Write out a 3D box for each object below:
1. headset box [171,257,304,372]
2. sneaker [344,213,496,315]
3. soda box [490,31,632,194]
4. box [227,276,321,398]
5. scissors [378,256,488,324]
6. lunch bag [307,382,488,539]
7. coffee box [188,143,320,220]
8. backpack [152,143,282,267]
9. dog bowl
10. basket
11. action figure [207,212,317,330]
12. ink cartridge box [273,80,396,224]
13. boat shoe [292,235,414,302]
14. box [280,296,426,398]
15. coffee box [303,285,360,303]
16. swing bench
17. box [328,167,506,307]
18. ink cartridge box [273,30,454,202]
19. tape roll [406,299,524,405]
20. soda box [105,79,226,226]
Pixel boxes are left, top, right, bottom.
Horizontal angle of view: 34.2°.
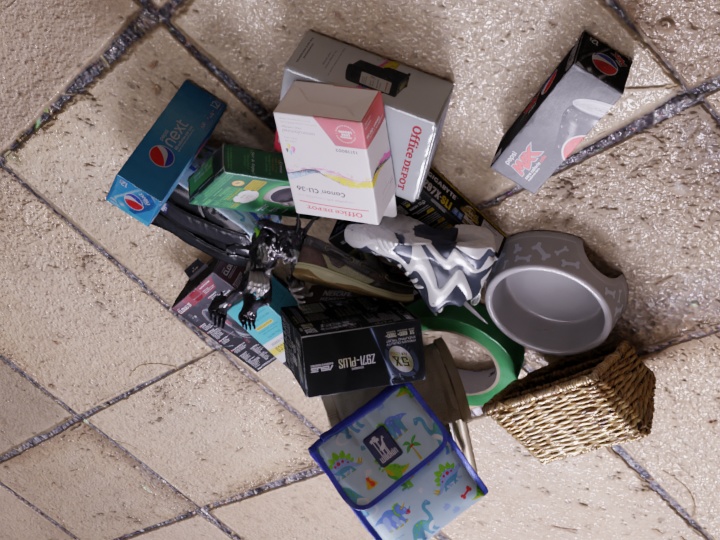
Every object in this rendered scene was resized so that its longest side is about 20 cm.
[{"bbox_3d":[-0.190,0.054,1.843,0.200,0.075,0.149,38,139,-14],"label":"headset box"},{"bbox_3d":[0.075,0.000,1.547,0.198,0.080,0.130,4,121,2],"label":"sneaker"},{"bbox_3d":[0.233,-0.180,1.371,0.071,0.063,0.200,30,141,-5],"label":"soda box"},{"bbox_3d":[-0.098,0.098,1.739,0.200,0.049,0.082,43,137,-13],"label":"box"},{"bbox_3d":[0.109,0.009,1.609,0.200,0.014,0.073,33,138,-7],"label":"scissors"},{"bbox_3d":[0.048,0.267,1.590,0.200,0.170,0.127,56,172,-15],"label":"lunch bag"},{"bbox_3d":[-0.116,-0.115,1.557,0.199,0.044,0.123,6,160,-29],"label":"coffee box"},{"bbox_3d":[-0.209,-0.093,1.655,0.200,0.154,0.163,40,146,14],"label":"backpack"},{"bbox_3d":[0.261,0.038,1.599,0.199,0.059,0.201,14,139,13],"label":"dog bowl"},{"bbox_3d":[0.295,0.162,1.646,0.200,0.143,0.149,-24,125,40],"label":"basket"},{"bbox_3d":[-0.118,0.006,1.593,0.119,0.102,0.200,16,126,-38],"label":"action figure"},{"bbox_3d":[-0.026,-0.127,1.430,0.116,0.068,0.200,10,138,20],"label":"ink cartridge box"},{"bbox_3d":[0.000,0.000,1.583,0.200,0.065,0.073,14,178,-42],"label":"boat shoe"},{"bbox_3d":[-0.014,0.099,1.605,0.163,0.200,0.087,-8,101,-11],"label":"box"},{"bbox_3d":[-0.010,0.121,1.816,0.113,0.080,0.200,2,135,29],"label":"coffee box"},{"bbox_3d":[0.055,0.229,1.717,0.198,0.130,0.200,-18,136,-6],"label":"swing bench"},{"bbox_3d":[0.075,-0.044,1.616,0.160,0.049,0.200,39,139,-19],"label":"box"},{"bbox_3d":[0.003,-0.191,1.465,0.199,0.083,0.146,21,140,6],"label":"ink cartridge box"},{"bbox_3d":[0.145,0.123,1.762,0.200,0.048,0.201,15,139,13],"label":"tape roll"},{"bbox_3d":[-0.255,-0.158,1.546,0.068,0.200,0.064,32,141,-7],"label":"soda box"}]
